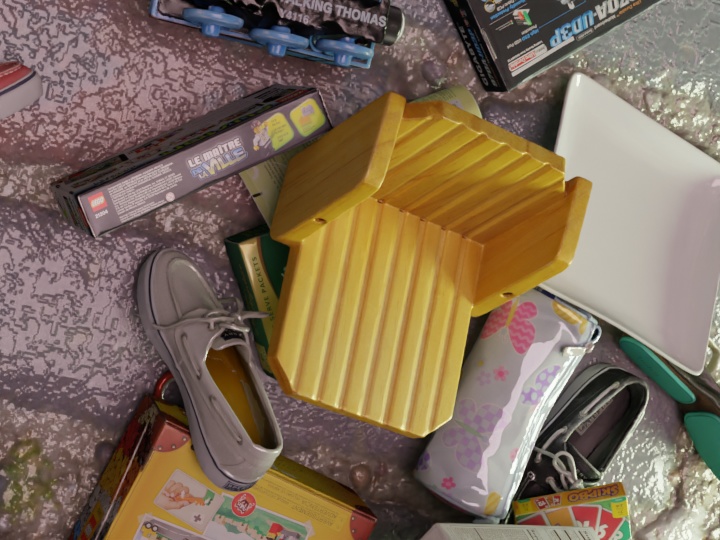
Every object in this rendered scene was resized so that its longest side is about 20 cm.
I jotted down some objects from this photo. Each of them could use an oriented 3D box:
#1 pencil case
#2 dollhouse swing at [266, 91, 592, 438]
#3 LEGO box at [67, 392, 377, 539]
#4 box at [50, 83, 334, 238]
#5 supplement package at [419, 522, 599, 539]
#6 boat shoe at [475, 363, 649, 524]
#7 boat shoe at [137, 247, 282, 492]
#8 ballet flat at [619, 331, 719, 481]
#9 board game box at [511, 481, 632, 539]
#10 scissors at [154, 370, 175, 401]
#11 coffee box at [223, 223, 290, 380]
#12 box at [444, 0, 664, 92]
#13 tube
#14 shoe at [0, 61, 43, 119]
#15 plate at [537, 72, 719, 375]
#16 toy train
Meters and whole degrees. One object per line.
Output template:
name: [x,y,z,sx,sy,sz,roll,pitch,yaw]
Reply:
pencil case: [0.122,0.109,1.443,0.090,0.083,0.201,28,87,16]
dollhouse swing: [0.049,0.005,1.295,0.199,0.181,0.177,22,57,-31]
LEGO box: [-0.110,0.211,1.366,0.199,0.077,0.150,28,93,-21]
box: [-0.129,-0.086,1.309,0.199,0.110,0.035,-26,106,-15]
supplement package: [0.100,0.313,1.357,0.199,0.148,0.191,10,130,-45]
boat shoe: [0.176,0.169,1.481,0.199,0.068,0.074,-46,110,-9]
boat shoe: [-0.106,0.058,1.304,0.074,0.086,0.203,2,57,-40]
ballet flat: [0.307,0.107,1.526,0.068,0.068,0.200,-44,110,-19]
board game box: [0.189,0.275,1.484,0.095,0.030,0.201,-10,121,1]
scissors: [-0.108,0.167,1.406,0.073,0.014,0.201,-22,106,-16]
coffee box: [0.000,0.000,1.405,0.199,0.044,0.124,-19,104,-17]
box: [0.160,-0.263,1.428,0.199,0.046,0.160,-31,107,-14]
tube: [0.002,-0.093,1.390,0.199,0.058,0.052,-23,110,-18]
shoe: [-0.334,-0.138,1.245,0.199,0.071,0.092,-18,109,-13]
plate: [0.225,-0.037,1.458,0.199,0.032,0.201,29,63,-25]
toy train: [-0.068,-0.204,1.314,0.199,0.114,0.087,10,91,-22]
